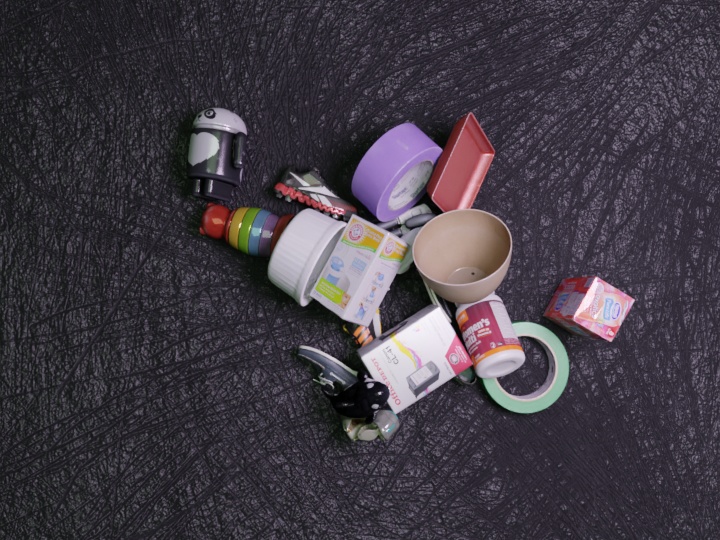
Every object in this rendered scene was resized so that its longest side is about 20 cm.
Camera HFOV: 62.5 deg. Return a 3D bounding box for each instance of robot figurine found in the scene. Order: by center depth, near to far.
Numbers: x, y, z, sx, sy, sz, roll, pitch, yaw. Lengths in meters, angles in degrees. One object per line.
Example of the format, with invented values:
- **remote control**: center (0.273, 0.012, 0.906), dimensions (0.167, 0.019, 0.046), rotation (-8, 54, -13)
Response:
- **robot figurine**: center (-0.321, -0.258, 1.318), dimensions (0.149, 0.125, 0.202), rotation (8, 88, -3)

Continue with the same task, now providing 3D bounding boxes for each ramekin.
- **ramekin**: center (-0.115, -0.035, 1.278), dimensions (0.097, 0.200, 0.202), rotation (30, 87, 8)

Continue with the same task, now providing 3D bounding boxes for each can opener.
- **can opener**: center (0.074, -0.098, 1.348), dimensions (0.198, 0.066, 0.053), rotation (-22, 84, 4)

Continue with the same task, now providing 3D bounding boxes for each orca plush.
- **orca plush**: center (-0.028, 0.258, 1.214), dimensions (0.071, 0.199, 0.106), rotation (3, 88, -38)

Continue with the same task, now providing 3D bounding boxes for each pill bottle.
- **pill bottle**: center (0.269, 0.120, 1.280), dimensions (0.108, 0.110, 0.201), rotation (-15, 58, -1)

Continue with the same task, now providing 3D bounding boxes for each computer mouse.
- **computer mouse**: center (0.087, -0.036, 1.310), dimensions (0.200, 0.044, 0.110), rotation (-39, 52, 8)

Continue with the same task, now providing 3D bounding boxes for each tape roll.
- **tape roll**: center (0.081, -0.208, 1.274), dimensions (0.200, 0.200, 0.085), rotation (-44, 72, -2)
- **tape roll**: center (0.366, 0.217, 1.342), dimensions (0.198, 0.048, 0.203), rotation (0, 88, 0)

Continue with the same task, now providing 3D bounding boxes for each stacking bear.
- **stacking bear**: center (-0.258, -0.092, 1.324), dimensions (0.198, 0.114, 0.123), rotation (15, 87, 5)

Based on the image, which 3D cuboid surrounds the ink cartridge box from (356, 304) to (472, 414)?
- **ink cartridge box**: center (0.113, 0.185, 1.257), dimensions (0.199, 0.086, 0.148), rotation (-32, 94, -7)

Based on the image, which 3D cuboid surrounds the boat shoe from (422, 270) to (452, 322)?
- **boat shoe**: center (0.173, 0.021, 1.337), dimensions (0.062, 0.075, 0.202), rotation (-19, 83, 5)

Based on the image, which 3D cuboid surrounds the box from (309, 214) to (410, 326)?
- **box**: center (0.000, 0.000, 1.265), dimensions (0.112, 0.101, 0.201), rotation (31, 94, 35)

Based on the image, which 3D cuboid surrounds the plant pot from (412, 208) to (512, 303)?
- **plant pot**: center (0.216, -0.009, 1.233), dimensions (0.198, 0.135, 0.202), rotation (-9, 50, 10)

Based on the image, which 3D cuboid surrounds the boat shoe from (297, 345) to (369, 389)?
- **boat shoe**: center (-0.058, 0.234, 1.327), dimensions (0.199, 0.075, 0.062), rotation (30, 76, -8)

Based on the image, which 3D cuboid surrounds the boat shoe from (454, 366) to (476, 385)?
- **boat shoe**: center (0.194, 0.176, 1.337), dimensions (0.069, 0.057, 0.200), rotation (-41, 89, -2)

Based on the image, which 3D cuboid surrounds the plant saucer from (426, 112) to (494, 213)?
- **plant saucer**: center (0.217, -0.216, 1.304), dimensions (0.036, 0.200, 0.201), rotation (23, 87, 30)

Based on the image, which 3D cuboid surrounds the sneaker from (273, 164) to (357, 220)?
- **sneaker**: center (-0.093, -0.178, 1.343), dimensions (0.199, 0.071, 0.099), rotation (22, 90, 2)

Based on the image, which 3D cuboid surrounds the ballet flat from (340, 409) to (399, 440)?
- **ballet flat**: center (0.002, 0.331, 1.262), dimensions (0.068, 0.199, 0.064), rotation (53, 54, -12)

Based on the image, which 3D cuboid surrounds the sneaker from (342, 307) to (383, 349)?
- **sneaker**: center (0.006, 0.146, 1.336), dimensions (0.089, 0.070, 0.202), rotation (-4, 83, 5)

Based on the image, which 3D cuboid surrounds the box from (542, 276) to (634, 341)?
- **box**: center (0.481, 0.082, 1.272), dimensions (0.094, 0.200, 0.103), rotation (31, 87, 1)
